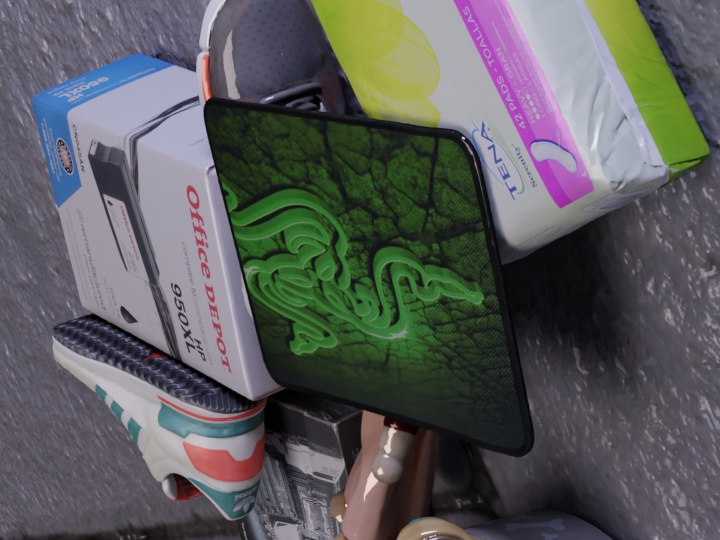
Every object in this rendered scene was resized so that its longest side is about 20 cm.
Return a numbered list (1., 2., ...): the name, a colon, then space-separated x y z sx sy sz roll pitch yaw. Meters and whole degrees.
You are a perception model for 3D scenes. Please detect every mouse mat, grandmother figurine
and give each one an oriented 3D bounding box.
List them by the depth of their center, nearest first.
1. mouse mat: 0.000 0.000 1.002 0.200 0.008 0.162 13 123 49
2. grandmother figurine: 0.024 0.059 1.089 0.122 0.060 0.201 -103 22 -53

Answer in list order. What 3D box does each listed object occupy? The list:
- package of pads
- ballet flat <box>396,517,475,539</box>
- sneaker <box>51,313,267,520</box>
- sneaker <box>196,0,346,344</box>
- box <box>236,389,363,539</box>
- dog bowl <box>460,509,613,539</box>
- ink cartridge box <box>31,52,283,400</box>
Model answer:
1. package of pads: 0.050 -0.107 0.931 0.201 0.068 0.154 65 151 3
2. ballet flat: 0.064 0.213 1.052 0.063 0.068 0.201 -119 13 -81
3. sneaker: -0.123 0.087 1.257 0.199 0.070 0.094 22 120 49
4. sneaker: -0.026 -0.053 1.072 0.082 0.077 0.201 19 124 62
5. box: -0.017 0.156 1.256 0.157 0.050 0.201 16 124 55
6. dog bowl: 0.106 0.215 1.088 0.200 0.058 0.201 39 142 39
7. ink cartridge box: -0.095 -0.029 1.212 0.200 0.084 0.145 23 131 50
